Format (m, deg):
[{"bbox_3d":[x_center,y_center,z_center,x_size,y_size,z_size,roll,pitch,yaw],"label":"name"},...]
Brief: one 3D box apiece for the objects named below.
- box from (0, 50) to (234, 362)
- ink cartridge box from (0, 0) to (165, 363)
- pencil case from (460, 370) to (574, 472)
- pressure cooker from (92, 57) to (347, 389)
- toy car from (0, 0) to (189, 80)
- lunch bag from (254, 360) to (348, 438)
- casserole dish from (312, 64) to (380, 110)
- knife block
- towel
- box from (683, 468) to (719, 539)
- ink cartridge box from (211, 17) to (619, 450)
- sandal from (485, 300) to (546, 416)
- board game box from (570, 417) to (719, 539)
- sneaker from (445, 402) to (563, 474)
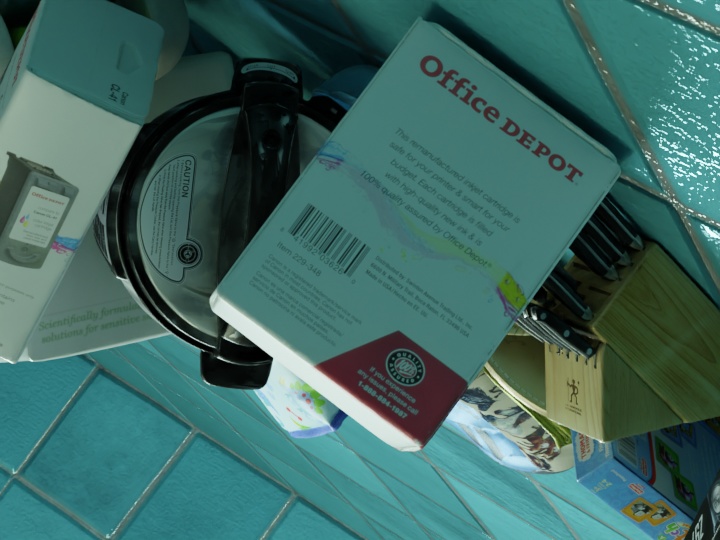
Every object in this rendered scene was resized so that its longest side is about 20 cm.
[{"bbox_3d":[-0.190,-0.045,1.802,0.171,0.199,0.200,170,88,-72],"label":"box"},{"bbox_3d":[-0.209,-0.065,1.540,0.086,0.200,0.148,23,-152,-13],"label":"ink cartridge box"},{"bbox_3d":[0.116,0.091,1.862,0.089,0.078,0.200,-19,146,25],"label":"pencil case"},{"bbox_3d":[-0.073,-0.033,1.540,0.176,0.179,0.200,54,174,-9],"label":"pressure cooker"},{"bbox_3d":[-0.227,-0.198,1.670,0.200,0.175,0.150,25,126,58],"label":"toy car"},{"bbox_3d":[-0.063,0.054,2.130,0.170,0.127,0.200,56,157,-5],"label":"lunch bag"},{"bbox_3d":[0.045,-0.072,1.578,0.121,0.039,0.200,29,166,37],"label":"casserole dish"},{"bbox_3d":[0.172,0.011,1.512,0.200,0.176,0.064,-9,-163,-30],"label":"knife block"},{"bbox_3d":[0.154,0.095,1.764,0.086,0.018,0.200,40,-165,19],"label":"towel"},{"bbox_3d":[0.285,0.211,1.573,0.160,0.044,0.200,12,135,-6],"label":"box"},{"bbox_3d":[0.030,-0.018,1.378,0.148,0.200,0.086,37,169,-1],"label":"ink cartridge box"},{"bbox_3d":[0.108,0.018,1.683,0.212,0.078,0.070,46,139,22],"label":"sandal"},{"bbox_3d":[0.216,0.131,1.637,0.200,0.037,0.151,37,-149,-29],"label":"board game box"},{"bbox_3d":[0.106,0.112,2.088,0.200,0.066,0.078,30,163,33],"label":"sneaker"}]
